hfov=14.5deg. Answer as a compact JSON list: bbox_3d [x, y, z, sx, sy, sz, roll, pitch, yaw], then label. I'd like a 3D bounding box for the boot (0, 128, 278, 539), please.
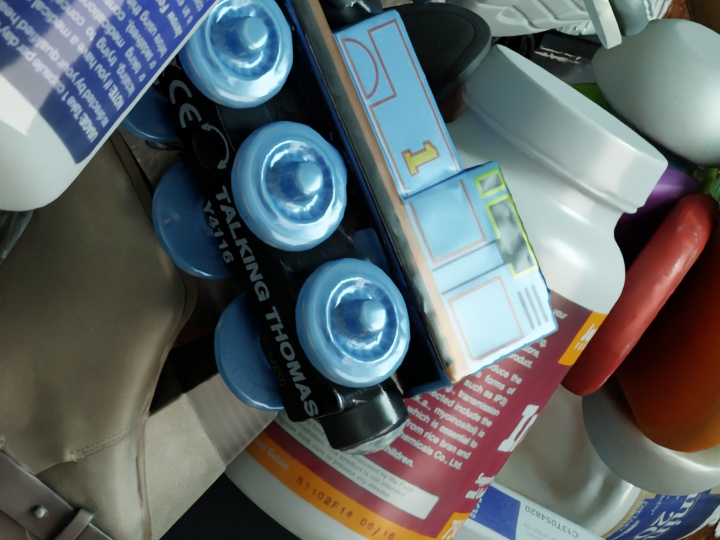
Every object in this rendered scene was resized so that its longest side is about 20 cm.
[{"bbox_3d":[-0.128,0.029,1.069,0.146,0.070,0.200,-28,109,-1],"label":"boot"}]

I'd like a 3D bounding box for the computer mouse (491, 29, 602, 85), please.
[{"bbox_3d":[0.098,-0.065,1.373,0.200,0.053,0.139,-6,122,-57],"label":"computer mouse"}]

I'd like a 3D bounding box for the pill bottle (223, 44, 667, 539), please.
[{"bbox_3d":[0.033,0.016,1.139,0.200,0.113,0.113,-56,153,10],"label":"pill bottle"}]

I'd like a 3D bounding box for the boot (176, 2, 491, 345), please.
[{"bbox_3d":[0.000,0.000,1.235,0.188,0.068,0.200,-49,148,-21],"label":"boot"}]

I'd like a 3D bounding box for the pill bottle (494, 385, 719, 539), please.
[{"bbox_3d":[0.142,0.096,1.547,0.200,0.111,0.111,7,112,-60],"label":"pill bottle"}]

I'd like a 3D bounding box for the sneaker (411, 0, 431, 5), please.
[{"bbox_3d":[0.027,-0.161,1.134,0.074,0.082,0.200,-39,174,0],"label":"sneaker"}]

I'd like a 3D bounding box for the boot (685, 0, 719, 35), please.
[{"bbox_3d":[0.174,-0.154,1.259,0.074,0.200,0.155,-34,155,-11],"label":"boot"}]

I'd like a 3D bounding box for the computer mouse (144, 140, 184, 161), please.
[{"bbox_3d":[-0.039,-0.124,1.077,0.109,0.044,0.200,-11,134,-8],"label":"computer mouse"}]

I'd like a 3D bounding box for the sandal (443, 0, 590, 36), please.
[{"bbox_3d":[0.122,-0.154,1.194,0.202,0.050,0.082,-24,158,31],"label":"sandal"}]

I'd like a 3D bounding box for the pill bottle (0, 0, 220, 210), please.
[{"bbox_3d":[-0.120,-0.090,0.917,0.200,0.120,0.120,-52,152,-13],"label":"pill bottle"}]

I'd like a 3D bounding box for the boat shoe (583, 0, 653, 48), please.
[{"bbox_3d":[0.101,-0.179,1.124,0.062,0.201,0.073,-12,147,8],"label":"boat shoe"}]

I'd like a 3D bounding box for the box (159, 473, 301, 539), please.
[{"bbox_3d":[-0.108,0.193,1.211,0.148,0.107,0.200,-24,145,-47],"label":"box"}]

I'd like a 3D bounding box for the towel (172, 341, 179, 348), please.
[{"bbox_3d":[-0.084,0.046,1.226,0.200,0.018,0.086,-45,151,-24],"label":"towel"}]

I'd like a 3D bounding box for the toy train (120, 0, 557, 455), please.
[{"bbox_3d":[-0.014,-0.037,1.023,0.114,0.087,0.201,-25,94,-35],"label":"toy train"}]

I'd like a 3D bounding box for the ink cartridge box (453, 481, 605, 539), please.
[{"bbox_3d":[0.036,0.181,1.322,0.200,0.199,0.041,-52,-163,38],"label":"ink cartridge box"}]

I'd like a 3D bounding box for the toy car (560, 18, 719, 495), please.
[{"bbox_3d":[0.119,-0.002,1.244,0.150,0.200,0.175,-8,138,-49],"label":"toy car"}]
